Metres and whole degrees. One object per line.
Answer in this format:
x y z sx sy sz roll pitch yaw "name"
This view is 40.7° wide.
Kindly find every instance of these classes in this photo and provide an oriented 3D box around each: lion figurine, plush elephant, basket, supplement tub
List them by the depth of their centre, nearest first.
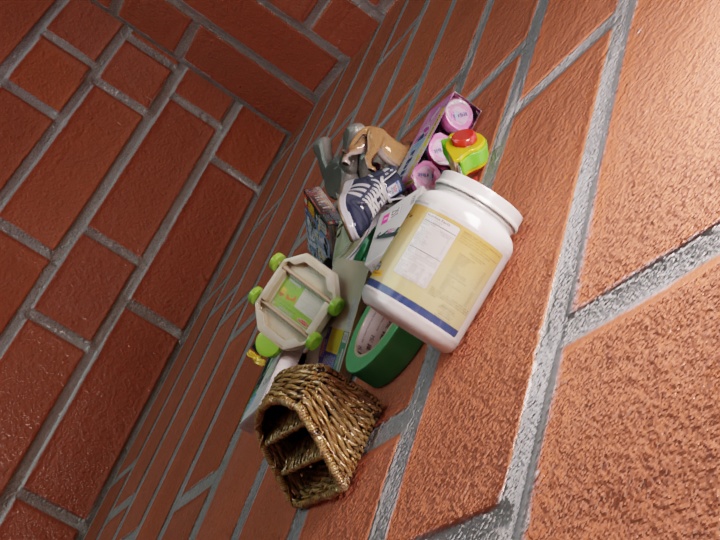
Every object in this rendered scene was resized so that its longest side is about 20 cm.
0.107 -0.012 1.249 0.201 0.144 0.144 -58 13 -4 "supplement tub"
-0.084 0.234 1.387 0.200 0.142 0.150 -35 25 59 "basket"
0.054 -0.223 1.831 0.072 0.199 0.124 1 65 50 "lion figurine"
0.012 -0.189 1.978 0.164 0.154 0.202 -23 70 53 "plush elephant"

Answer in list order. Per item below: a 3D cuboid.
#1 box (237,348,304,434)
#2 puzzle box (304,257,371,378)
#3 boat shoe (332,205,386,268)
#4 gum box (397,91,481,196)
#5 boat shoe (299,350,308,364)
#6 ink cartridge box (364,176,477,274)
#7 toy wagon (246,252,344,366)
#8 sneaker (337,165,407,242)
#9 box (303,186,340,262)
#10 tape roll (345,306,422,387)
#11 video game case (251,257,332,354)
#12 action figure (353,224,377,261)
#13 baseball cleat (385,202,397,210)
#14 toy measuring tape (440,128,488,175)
-0.146 0.177 1.699 0.201 0.036 0.144 -66 10 -29 "box"
-0.032 0.081 1.631 0.133 0.025 0.202 10 82 61 "puzzle box"
-0.014 -0.078 1.770 0.072 0.062 0.201 -20 35 41 "boat shoe"
0.132 -0.212 1.771 0.201 0.066 0.113 -63 13 -17 "gum box"
-0.094 0.174 1.736 0.074 0.063 0.202 -52 12 41 "boat shoe"
0.097 -0.080 1.516 0.173 0.044 0.200 -34 16 22 "ink cartridge box"
-0.121 0.071 1.635 0.201 0.155 0.040 -57 -27 4 "toy wagon"
0.023 -0.120 1.666 0.107 0.071 0.200 -16 24 10 "sneaker"
-0.069 -0.067 1.938 0.200 0.039 0.138 -124 27 -59 "box"
0.051 0.077 1.460 0.201 0.048 0.201 -53 13 19 "tape roll"
-0.117 0.061 1.761 0.181 0.025 0.200 -48 3 7 "video game case"
0.025 -0.008 1.671 0.118 0.054 0.202 33 100 49 "action figure"
0.023 -0.084 1.917 0.107 0.070 0.200 -49 13 -28 "baseball cleat"
0.180 -0.172 1.544 0.074 0.073 0.201 -52 28 21 "toy measuring tape"
